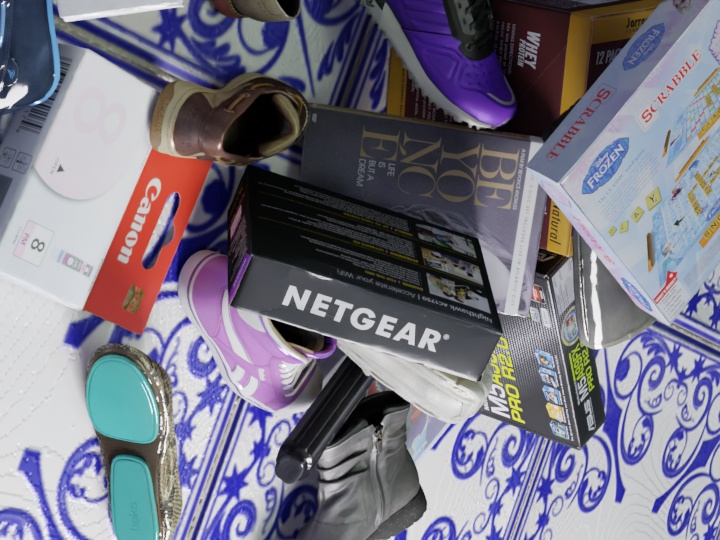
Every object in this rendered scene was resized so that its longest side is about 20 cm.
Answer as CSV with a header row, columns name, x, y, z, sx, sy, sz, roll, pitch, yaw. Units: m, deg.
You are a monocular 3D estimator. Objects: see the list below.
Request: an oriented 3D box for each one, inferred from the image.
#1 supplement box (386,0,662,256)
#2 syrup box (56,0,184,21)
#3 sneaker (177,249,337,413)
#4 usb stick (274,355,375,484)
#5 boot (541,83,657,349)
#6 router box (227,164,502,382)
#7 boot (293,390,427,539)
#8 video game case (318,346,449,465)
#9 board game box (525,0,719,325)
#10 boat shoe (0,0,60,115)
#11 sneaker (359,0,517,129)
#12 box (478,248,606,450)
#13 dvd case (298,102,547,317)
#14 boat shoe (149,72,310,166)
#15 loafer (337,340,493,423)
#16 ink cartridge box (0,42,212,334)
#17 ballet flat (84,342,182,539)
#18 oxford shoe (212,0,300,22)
name,x,y,z,sx,sy,sz,roll,pitch,yaw
supplement box,0.140,-0.139,1.492,0.133,0.200,0.198,-16,117,-47
syrup box,-0.163,-0.261,1.111,0.079,0.081,0.200,-8,104,-6
sneaker,-0.058,0.067,1.400,0.073,0.114,0.201,-60,144,-17
usb stick,-0.010,0.095,1.471,0.200,0.033,0.055,-53,178,-36
boot,0.224,-0.059,1.406,0.182,0.073,0.200,-35,124,-19
router box,0.000,0.000,1.338,0.200,0.149,0.051,18,116,-13
boot,-0.029,0.194,1.522,0.200,0.070,0.132,-39,132,-34
video game case,0.040,0.094,1.608,0.200,0.023,0.182,-49,137,-28
board game box,0.241,-0.091,1.337,0.200,0.041,0.200,-50,133,-7
boat shoe,-0.234,-0.183,1.103,0.069,0.084,0.200,-34,127,-35
sneaker,0.070,-0.205,1.379,0.200,0.099,0.070,52,34,-4
box,0.125,0.050,1.547,0.044,0.160,0.200,-44,135,-33
dvd case,0.047,-0.048,1.426,0.016,0.200,0.149,-69,168,-69
boat shoe,-0.077,-0.106,1.315,0.200,0.072,0.072,-7,111,-66
loafer,0.012,0.056,1.426,0.070,0.200,0.070,-50,175,-44
ink cartridge box,-0.176,-0.050,1.259,0.200,0.057,0.163,29,81,-48
ballet flat,-0.165,0.121,1.339,0.075,0.068,0.200,-60,153,-52
oxford shoe,-0.064,-0.278,1.282,0.070,0.075,0.200,-24,122,-45
